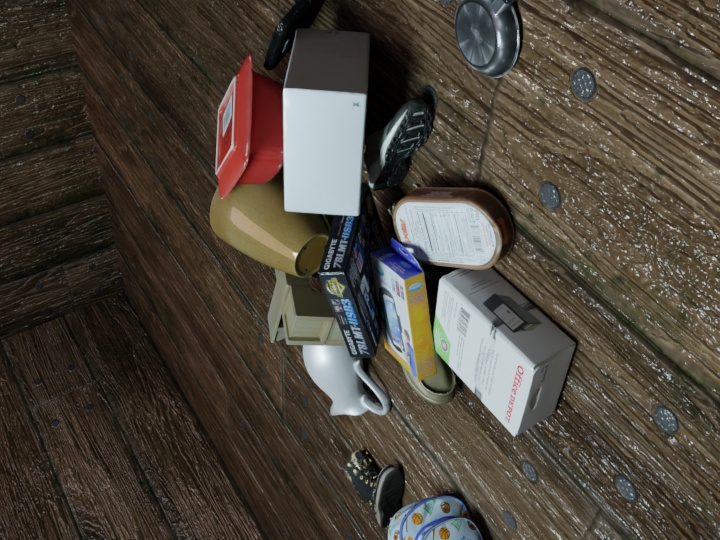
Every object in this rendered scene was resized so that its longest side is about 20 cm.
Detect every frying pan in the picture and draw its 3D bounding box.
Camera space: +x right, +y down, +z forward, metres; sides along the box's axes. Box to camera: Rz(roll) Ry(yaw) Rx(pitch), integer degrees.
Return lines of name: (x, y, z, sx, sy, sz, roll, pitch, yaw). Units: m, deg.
frying pan: (0.167, -0.291, 0.897, 0.189, 0.030, 0.117, 3, 114, 65)

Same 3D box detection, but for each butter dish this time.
butter dish: (-0.164, -0.235, 1.311, 0.200, 0.145, 0.204, 146, 126, -63)

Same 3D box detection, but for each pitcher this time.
pitcher: (-0.026, 0.209, 1.573, 0.169, 0.121, 0.203, 1, 123, 39)

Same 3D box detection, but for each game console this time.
game console: (-0.121, -0.440, 1.198, 0.116, 0.177, 0.200, 40, 170, -8)

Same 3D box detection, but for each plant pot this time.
plant pot: (-0.147, -0.081, 1.409, 0.199, 0.185, 0.189, 39, 143, 30)

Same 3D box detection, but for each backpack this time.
backpack: (0.141, 0.517, 1.398, 0.193, 0.197, 0.154, 66, 150, 17)

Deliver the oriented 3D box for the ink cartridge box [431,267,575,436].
ink cartridge box: (0.195, 0.107, 1.080, 0.200, 0.083, 0.147, 47, 147, 38)

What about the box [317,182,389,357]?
box: (0.000, 0.000, 1.219, 0.049, 0.201, 0.202, -3, 136, 18)

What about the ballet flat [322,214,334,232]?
ballet flat: (-0.043, -0.115, 1.400, 0.067, 0.065, 0.204, -116, 13, -67)

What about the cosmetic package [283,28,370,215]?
cosmetic package: (-0.050, -0.225, 1.147, 0.202, 0.120, 0.202, -90, 3, -50)

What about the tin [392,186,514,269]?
tin: (0.127, -0.061, 1.084, 0.198, 0.042, 0.114, 7, 118, 46)

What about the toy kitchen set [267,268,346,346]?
toy kitchen set: (-0.082, 0.074, 1.515, 0.202, 0.177, 0.165, -105, 27, -42)

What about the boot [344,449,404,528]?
boot: (0.028, 0.462, 1.694, 0.151, 0.072, 0.203, 46, 152, 38)

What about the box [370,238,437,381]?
box: (0.065, 0.056, 1.176, 0.119, 0.041, 0.204, 40, 146, 58)

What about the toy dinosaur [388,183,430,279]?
toy dinosaur: (0.091, -0.064, 1.180, 0.102, 0.057, 0.202, 53, 151, 24)

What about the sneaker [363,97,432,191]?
sneaker: (0.045, -0.199, 1.150, 0.081, 0.073, 0.200, 65, 154, 16)

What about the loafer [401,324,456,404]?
loafer: (0.100, 0.132, 1.293, 0.202, 0.075, 0.068, 58, 159, 19)

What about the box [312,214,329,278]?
box: (-0.114, -0.111, 1.548, 0.201, 0.048, 0.162, 55, 148, 24)
